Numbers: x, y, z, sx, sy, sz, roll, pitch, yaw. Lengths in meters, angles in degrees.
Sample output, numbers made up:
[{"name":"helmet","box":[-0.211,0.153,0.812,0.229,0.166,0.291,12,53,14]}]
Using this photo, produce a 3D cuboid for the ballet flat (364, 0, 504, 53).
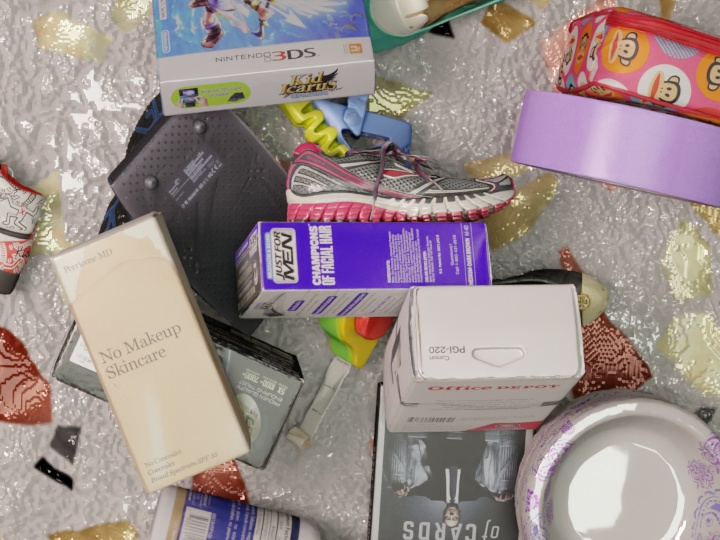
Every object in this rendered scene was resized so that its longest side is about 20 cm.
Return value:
[{"name":"ballet flat","box":[0.067,-0.251,1.436,0.199,0.070,0.068,-23,97,-2]}]

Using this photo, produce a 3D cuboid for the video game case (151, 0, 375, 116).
[{"name":"video game case","box":[-0.088,-0.229,1.379,0.180,0.046,0.201,-6,54,-5]}]

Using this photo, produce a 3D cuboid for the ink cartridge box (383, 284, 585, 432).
[{"name":"ink cartridge box","box":[0.101,0.079,1.389,0.144,0.200,0.086,-1,74,-6]}]

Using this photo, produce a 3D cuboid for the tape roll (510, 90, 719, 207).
[{"name":"tape roll","box":[0.234,-0.104,1.397,0.198,0.200,0.066,11,94,-6]}]

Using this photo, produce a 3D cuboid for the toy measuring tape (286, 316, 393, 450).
[{"name":"toy measuring tape","box":[-0.024,0.065,1.454,0.073,0.074,0.201,30,90,-7]}]

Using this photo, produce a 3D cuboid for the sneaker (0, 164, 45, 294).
[{"name":"sneaker","box":[-0.380,-0.066,1.419,0.200,0.067,0.109,24,92,-10]}]

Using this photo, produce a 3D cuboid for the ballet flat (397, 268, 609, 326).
[{"name":"ballet flat","box":[0.132,0.037,1.474,0.198,0.057,0.067,-6,97,-4]}]

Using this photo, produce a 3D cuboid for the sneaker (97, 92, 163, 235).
[{"name":"sneaker","box":[-0.169,-0.083,1.441,0.077,0.076,0.201,23,90,-34]}]

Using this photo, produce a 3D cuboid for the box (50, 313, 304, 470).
[{"name":"box","box":[-0.157,0.083,1.401,0.199,0.164,0.087,25,93,-7]}]

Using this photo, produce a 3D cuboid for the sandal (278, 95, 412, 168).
[{"name":"sandal","box":[0.015,-0.105,1.444,0.087,0.079,0.200,-39,99,-4]}]

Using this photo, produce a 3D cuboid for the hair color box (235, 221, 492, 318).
[{"name":"hair color box","box":[0.000,0.000,1.368,0.198,0.109,0.065,-2,77,-16]}]

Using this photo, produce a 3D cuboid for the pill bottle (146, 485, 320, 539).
[{"name":"pill bottle","box":[-0.097,0.274,1.446,0.198,0.120,0.121,16,94,-6]}]

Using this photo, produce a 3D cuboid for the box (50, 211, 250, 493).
[{"name":"box","box":[-0.165,0.063,1.277,0.094,0.078,0.201,-23,96,-2]}]

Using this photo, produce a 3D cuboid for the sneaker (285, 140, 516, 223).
[{"name":"sneaker","box":[0.036,-0.073,1.371,0.198,0.081,0.075,0,81,-10]}]

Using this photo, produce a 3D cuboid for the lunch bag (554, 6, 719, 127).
[{"name":"lunch bag","box":[0.271,-0.166,1.396,0.175,0.200,0.083,16,95,-8]}]

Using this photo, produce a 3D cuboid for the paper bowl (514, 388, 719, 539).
[{"name":"paper bowl","box":[0.239,0.209,1.474,0.199,0.104,0.203,-1,96,-7]}]

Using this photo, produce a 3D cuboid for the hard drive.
[{"name":"hard drive","box":[-0.125,-0.052,1.405,0.135,0.042,0.200,-51,124,-16]}]

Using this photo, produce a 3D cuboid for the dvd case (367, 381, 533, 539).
[{"name":"dvd case","box":[0.084,0.208,1.502,0.149,0.025,0.202,3,94,-5]}]
